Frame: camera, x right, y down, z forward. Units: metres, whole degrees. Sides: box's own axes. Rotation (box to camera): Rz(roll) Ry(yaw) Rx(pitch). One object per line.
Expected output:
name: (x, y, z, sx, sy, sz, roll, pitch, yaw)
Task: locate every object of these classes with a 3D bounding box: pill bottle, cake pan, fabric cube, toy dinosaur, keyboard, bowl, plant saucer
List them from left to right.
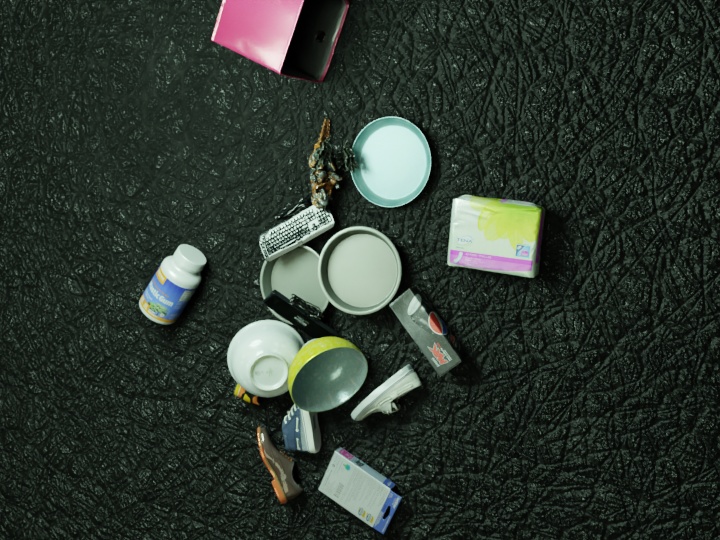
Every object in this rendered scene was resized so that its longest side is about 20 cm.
pill bottle: (-0.487, 0.034, 1.862, 0.112, 0.112, 0.201, 41, 112, 13)
bowl: (-0.224, 0.230, 1.733, 0.198, 0.090, 0.204, -3, 107, -9)
fabric cube: (-0.177, -0.558, 1.600, 0.198, 0.199, 0.198, 28, 108, 20)
keyboard: (-0.165, -0.110, 1.707, 0.198, 0.040, 0.105, -28, 71, 12)
cake pan: (-0.154, 0.032, 1.755, 0.198, 0.037, 0.203, 4, 99, 23)
keyboard: (-0.131, 0.104, 1.710, 0.199, 0.040, 0.104, 36, 145, -15)
bowl: (-0.092, 0.227, 1.696, 0.201, 0.199, 0.108, -58, 41, 19)
toy dinosaur: (-0.086, -0.251, 1.655, 0.135, 0.101, 0.203, -16, 91, 59)
cake pan: (0.000, 0.000, 1.654, 0.197, 0.037, 0.203, 0, 91, 12)
plant saucer: (0.071, -0.247, 1.624, 0.198, 0.027, 0.203, 4, 99, 23)

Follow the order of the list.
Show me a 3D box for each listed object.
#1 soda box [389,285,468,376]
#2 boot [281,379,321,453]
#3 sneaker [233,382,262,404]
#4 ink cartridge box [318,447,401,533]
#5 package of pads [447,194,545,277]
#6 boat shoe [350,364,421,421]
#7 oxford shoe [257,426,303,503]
soda box: (0.155, 0.135, 1.617, 0.071, 0.063, 0.201, -40, 81, 23)
boot: (-0.157, 0.359, 1.779, 0.089, 0.073, 0.203, -3, 96, 18)
sneaker: (-0.247, 0.251, 1.818, 0.089, 0.070, 0.202, 28, 106, -2)
ink cartridge box: (0.002, 0.541, 1.752, 0.199, 0.042, 0.120, 30, 108, 20)
package of pads: (0.289, -0.077, 1.527, 0.198, 0.068, 0.157, 8, 101, 22)
boat shoe: (0.063, 0.306, 1.681, 0.200, 0.071, 0.070, -42, 77, 16)
oxford shoe: (-0.210, 0.491, 1.836, 0.072, 0.071, 0.202, -23, 84, -4)
